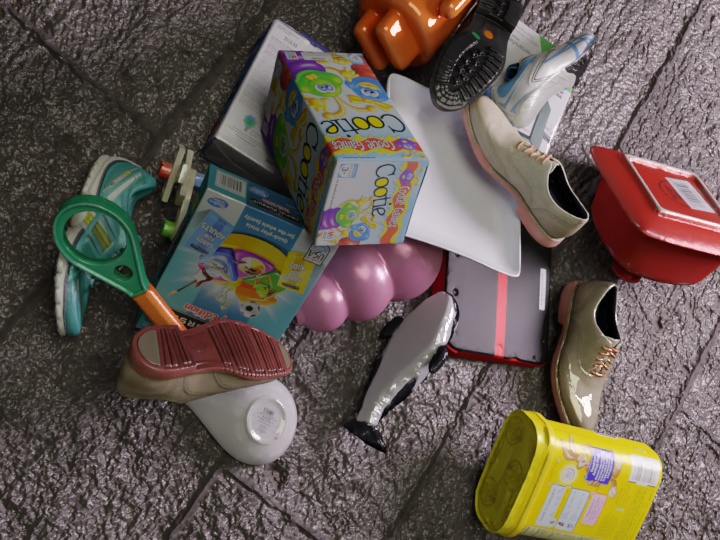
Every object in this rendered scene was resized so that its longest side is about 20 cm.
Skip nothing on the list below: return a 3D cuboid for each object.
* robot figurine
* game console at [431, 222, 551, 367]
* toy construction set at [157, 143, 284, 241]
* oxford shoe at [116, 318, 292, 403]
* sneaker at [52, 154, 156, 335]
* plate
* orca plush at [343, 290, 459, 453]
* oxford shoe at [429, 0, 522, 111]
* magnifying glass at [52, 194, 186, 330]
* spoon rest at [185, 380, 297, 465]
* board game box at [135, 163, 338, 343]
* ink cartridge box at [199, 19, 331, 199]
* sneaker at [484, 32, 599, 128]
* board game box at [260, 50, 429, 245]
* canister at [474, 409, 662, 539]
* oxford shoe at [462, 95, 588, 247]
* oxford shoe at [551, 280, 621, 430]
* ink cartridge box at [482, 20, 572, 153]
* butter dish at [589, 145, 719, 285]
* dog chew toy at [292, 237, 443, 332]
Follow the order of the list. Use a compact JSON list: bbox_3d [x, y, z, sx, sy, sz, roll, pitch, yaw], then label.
[{"bbox_3d":[0.073,-0.334,1.237,0.116,0.144,0.201,38,68,0],"label":"robot figurine"},{"bbox_3d":[0.170,0.015,1.297,0.174,0.031,0.204,10,78,-28],"label":"game console"},{"bbox_3d":[-0.142,-0.049,1.115,0.197,0.132,0.093,26,31,-8],"label":"toy construction set"},{"bbox_3d":[-0.162,0.099,1.049,0.198,0.075,0.071,8,45,-40],"label":"oxford shoe"},{"bbox_3d":[-0.274,-0.026,1.069,0.078,0.078,0.203,18,75,-9],"label":"sneaker"},{"bbox_3d":[0.102,-0.105,1.166,0.197,0.032,0.204,18,62,-28],"label":"plate"},{"bbox_3d":[0.066,0.126,1.207,0.071,0.104,0.203,43,62,-43],"label":"orca plush"},{"bbox_3d":[0.131,-0.249,1.201,0.072,0.085,0.201,35,57,-4],"label":"oxford shoe"},{"bbox_3d":[-0.237,0.006,1.031,0.201,0.079,0.023,56,19,-34],"label":"magnifying glass"},{"bbox_3d":[-0.152,0.144,1.121,0.199,0.060,0.101,35,70,-29],"label":"spoon rest"},{"bbox_3d":[-0.132,0.004,1.075,0.149,0.201,0.047,22,33,-18],"label":"board game box"},{"bbox_3d":[-0.083,-0.194,1.189,0.135,0.076,0.203,31,72,-18],"label":"ink cartridge box"},{"bbox_3d":[0.228,-0.247,1.251,0.072,0.072,0.199,39,56,19],"label":"sneaker"},{"bbox_3d":[-0.022,-0.130,1.051,0.101,0.106,0.201,-3,42,-25],"label":"board game box"},{"bbox_3d":[0.257,0.263,1.241,0.197,0.087,0.151,16,103,-23],"label":"canister"},{"bbox_3d":[0.195,-0.127,1.173,0.201,0.074,0.071,53,51,-5],"label":"oxford shoe"},{"bbox_3d":[0.293,0.111,1.294,0.070,0.073,0.204,9,79,-37],"label":"oxford shoe"},{"bbox_3d":[0.180,-0.208,1.304,0.144,0.084,0.203,29,72,-17],"label":"ink cartridge box"},{"bbox_3d":[0.386,-0.048,1.345,0.196,0.149,0.202,11,36,-21],"label":"butter dish"},{"bbox_3d":[0.000,0.000,1.171,0.198,0.124,0.126,-33,95,-21],"label":"dog chew toy"}]
